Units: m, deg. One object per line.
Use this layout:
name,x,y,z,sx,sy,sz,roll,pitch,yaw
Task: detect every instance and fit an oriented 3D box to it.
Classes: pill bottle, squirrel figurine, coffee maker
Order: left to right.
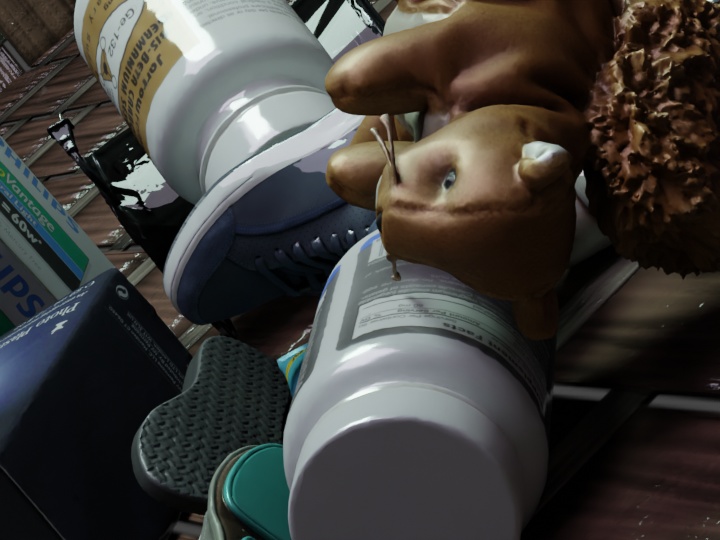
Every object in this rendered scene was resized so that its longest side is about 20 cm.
pill bottle,-0.073,-0.099,1.497,0.114,0.114,0.200,-38,46,2
coffee maker,-0.054,-0.078,1.656,0.200,0.135,0.192,-38,-19,2
pill bottle,0.027,0.063,1.174,0.114,0.114,0.200,-34,16,18
squirrel figurine,0.083,-0.060,1.167,0.199,0.142,0.187,3,32,-7

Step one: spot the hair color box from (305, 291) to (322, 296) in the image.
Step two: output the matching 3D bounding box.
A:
hair color box,0.013,-0.036,1.509,0.200,0.060,0.101,178,98,-66

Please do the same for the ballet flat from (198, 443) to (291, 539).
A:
ballet flat,-0.057,0.141,1.242,0.064,0.067,0.200,-46,12,16

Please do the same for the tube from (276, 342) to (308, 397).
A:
tube,-0.008,0.057,1.417,0.077,0.051,0.200,-21,12,3

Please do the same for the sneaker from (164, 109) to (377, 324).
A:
sneaker,0.000,-0.001,1.351,0.202,0.077,0.147,-37,56,16

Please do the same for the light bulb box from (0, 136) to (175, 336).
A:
light bulb box,-0.256,0.052,1.711,0.200,0.198,0.125,-36,17,15

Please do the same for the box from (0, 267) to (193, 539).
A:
box,-0.201,0.129,1.507,0.200,0.123,0.199,-31,18,29

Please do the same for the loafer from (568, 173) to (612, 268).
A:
loafer,0.106,-0.058,1.435,0.063,0.072,0.200,-42,16,16

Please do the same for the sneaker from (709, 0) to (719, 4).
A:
sneaker,0.216,-0.150,1.401,0.200,0.070,0.093,-49,9,1

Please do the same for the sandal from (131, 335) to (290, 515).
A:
sandal,-0.078,0.095,1.446,0.048,0.075,0.200,-60,0,20
